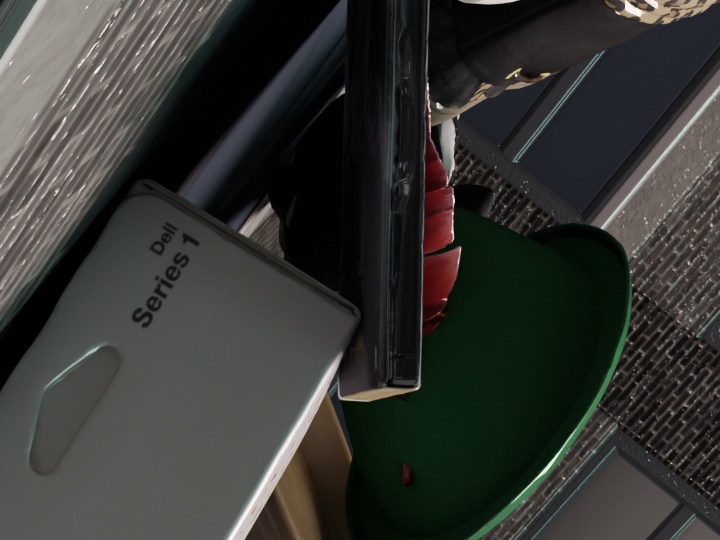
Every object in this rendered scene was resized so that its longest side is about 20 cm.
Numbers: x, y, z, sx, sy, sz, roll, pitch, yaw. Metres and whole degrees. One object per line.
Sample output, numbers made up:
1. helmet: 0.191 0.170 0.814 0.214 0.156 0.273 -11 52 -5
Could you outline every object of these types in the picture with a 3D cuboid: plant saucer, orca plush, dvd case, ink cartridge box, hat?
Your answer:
1. plant saucer: -0.036 0.078 1.000 0.029 0.201 0.200 -22 -177 8
2. orca plush: 0.021 -0.071 1.054 0.200 0.105 0.071 -40 138 -40
3. dvd case: 0.005 -0.034 0.744 0.200 0.016 0.149 130 -38 -85
4. ink cartridge box: -0.074 0.068 0.762 0.145 0.084 0.200 -59 178 -11
5. hat: 0.000 0.000 0.944 0.200 0.176 0.166 -48 -155 14

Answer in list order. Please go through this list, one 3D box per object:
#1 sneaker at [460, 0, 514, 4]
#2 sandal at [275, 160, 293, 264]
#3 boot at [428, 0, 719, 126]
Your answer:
1. sneaker: 0.081 -0.155 0.835 0.200 0.070 0.080 -52 -178 -32
2. sandal: -0.016 -0.032 1.126 0.081 0.055 0.200 -25 -168 10
3. boot: 0.108 -0.137 1.034 0.150 0.073 0.200 -22 -174 39
